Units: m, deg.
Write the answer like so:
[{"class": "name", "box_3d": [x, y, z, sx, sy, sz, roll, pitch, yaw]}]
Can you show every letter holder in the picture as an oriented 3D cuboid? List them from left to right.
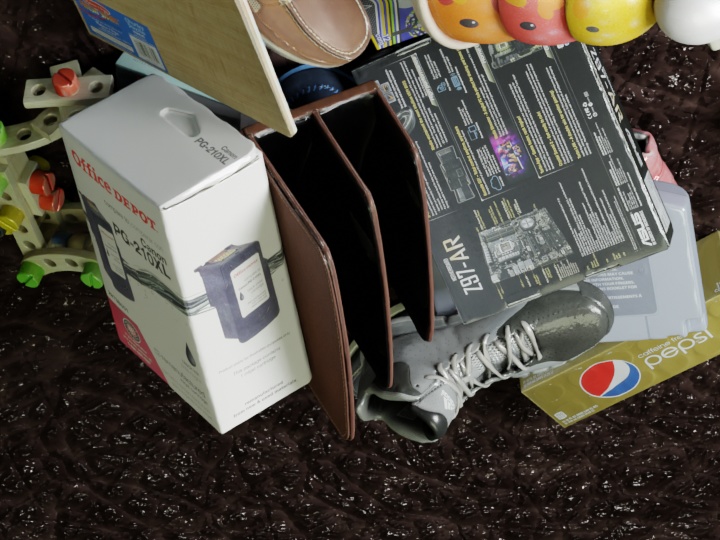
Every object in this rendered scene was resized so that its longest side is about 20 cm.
[{"class": "letter holder", "box_3d": [0.000, 0.000, 1.403, 0.100, 0.142, 0.200, -21, 140, -13]}]

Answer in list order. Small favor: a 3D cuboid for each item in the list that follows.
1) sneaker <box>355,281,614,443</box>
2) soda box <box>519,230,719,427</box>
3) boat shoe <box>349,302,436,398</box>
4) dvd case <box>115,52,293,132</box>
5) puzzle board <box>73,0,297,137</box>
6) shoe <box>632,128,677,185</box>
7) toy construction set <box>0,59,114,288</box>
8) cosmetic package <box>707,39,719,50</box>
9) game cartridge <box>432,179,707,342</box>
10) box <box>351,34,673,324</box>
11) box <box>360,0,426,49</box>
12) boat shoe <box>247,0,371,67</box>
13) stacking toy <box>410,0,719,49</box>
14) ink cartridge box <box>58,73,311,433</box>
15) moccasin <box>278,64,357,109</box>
[{"class": "sneaker", "box_3d": [0.086, 0.076, 1.484, 0.200, 0.116, 0.075, -16, 119, 24]}, {"class": "soda box", "box_3d": [0.225, 0.049, 1.658, 0.200, 0.064, 0.068, -29, 133, 25]}, {"class": "boat shoe", "box_3d": [0.065, 0.059, 1.655, 0.200, 0.068, 0.072, -28, 136, 27]}, {"class": "dvd case", "box_3d": [-0.107, -0.059, 1.487, 0.146, 0.022, 0.200, 21, 142, 15]}, {"class": "puzzle board", "box_3d": [-0.129, -0.174, 1.308, 0.017, 0.200, 0.151, -46, 143, -20]}, {"class": "shoe", "box_3d": [0.141, -0.041, 1.548, 0.200, 0.072, 0.091, -20, 133, 13]}, {"class": "toy construction set", "box_3d": [-0.219, -0.058, 1.473, 0.131, 0.092, 0.200, 12, 135, 18]}, {"class": "cosmetic package", "box_3d": [0.223, -0.245, 1.297, 0.105, 0.071, 0.200, -31, 135, 9]}, {"class": "game cartridge", "box_3d": [0.147, -0.007, 1.504, 0.200, 0.041, 0.134, -4, 127, 16]}, {"class": "box", "box_3d": [0.107, -0.082, 1.429, 0.160, 0.044, 0.200, -22, 101, 19]}, {"class": "box", "box_3d": [0.004, -0.237, 1.307, 0.070, 0.064, 0.200, -17, 137, 14]}, {"class": "boat shoe", "box_3d": [-0.053, -0.199, 1.253, 0.072, 0.076, 0.200, -1, 143, 46]}, {"class": "stacking toy", "box_3d": [0.141, -0.186, 1.258, 0.200, 0.146, 0.146, 21, 151, 32]}, {"class": "ink cartridge box", "box_3d": [-0.119, -0.013, 1.408, 0.084, 0.145, 0.200, -30, 132, -23]}, {"class": "moccasin", "box_3d": [0.001, -0.069, 1.494, 0.080, 0.068, 0.200, -25, 137, 12]}]
